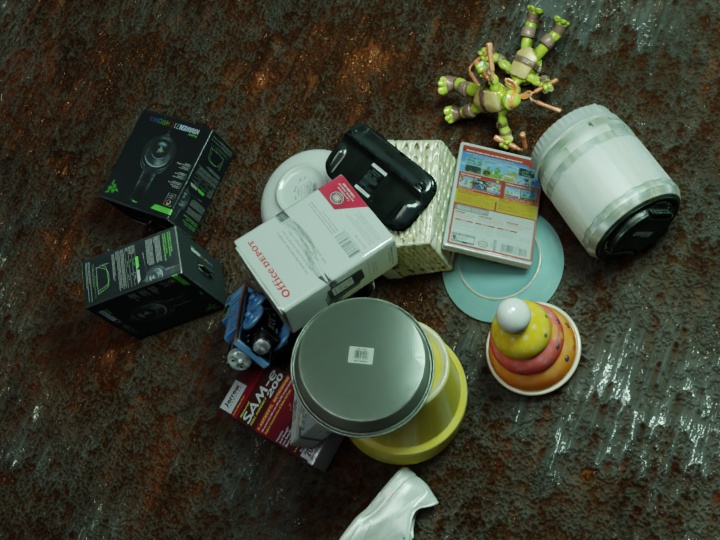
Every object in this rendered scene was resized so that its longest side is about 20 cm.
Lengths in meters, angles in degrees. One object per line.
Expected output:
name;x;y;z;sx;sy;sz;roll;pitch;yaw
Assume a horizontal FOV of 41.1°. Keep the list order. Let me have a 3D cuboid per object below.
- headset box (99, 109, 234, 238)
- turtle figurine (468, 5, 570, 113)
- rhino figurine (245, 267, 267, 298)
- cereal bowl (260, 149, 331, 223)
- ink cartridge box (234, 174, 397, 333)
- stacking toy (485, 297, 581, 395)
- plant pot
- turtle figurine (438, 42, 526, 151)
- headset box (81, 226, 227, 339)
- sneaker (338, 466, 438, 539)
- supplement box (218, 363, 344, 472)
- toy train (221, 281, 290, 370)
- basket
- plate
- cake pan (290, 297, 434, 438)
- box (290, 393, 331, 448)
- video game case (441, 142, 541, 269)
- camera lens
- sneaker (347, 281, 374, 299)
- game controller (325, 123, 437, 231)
headset box;-0.360;-0.173;1.777;0.173;0.093;0.201;20;78;27
turtle figurine;0.290;-0.353;1.621;0.200;0.064;0.162;35;102;35
rhino figurine;-0.112;-0.001;1.557;0.087;0.200;0.060;39;120;15
cereal bowl;-0.089;-0.125;1.668;0.199;0.083;0.202;-8;66;19
ink cartridge box;-0.066;-0.025;1.435;0.199;0.084;0.145;-33;64;-11
stacking toy;0.235;0.092;1.388;0.145;0.200;0.147;-7;69;19
plant pot;0.063;0.165;1.405;0.199;0.189;0.202;0;66;1
turtle figurine;0.204;-0.291;1.582;0.161;0.201;0.064;13;51;46
headset box;-0.345;0.023;1.655;0.199;0.174;0.093;-19;63;11
sneaker;0.033;0.394;1.425;0.088;0.075;0.200;39;85;17
supplement box;-0.118;0.228;1.550;0.199;0.061;0.109;24;78;28
toy train;-0.171;0.086;1.562;0.114;0.087;0.200;-42;24;21
basket;0.087;-0.100;1.555;0.123;0.136;0.201;-1;69;25
plate;0.224;-0.014;1.536;0.199;0.026;0.202;-8;68;19
cake pan;0.002;0.124;1.301;0.199;0.037;0.202;-1;66;2
box;-0.056;0.163;1.417;0.041;0.200;0.157;10;64;-15
video game case;0.213;-0.106;1.529;0.142;0.017;0.201;13;62;0
camera lens;0.369;-0.129;1.448;0.159;0.160;0.201;-33;61;6
sneaker;0.000;0.000;1.576;0.087;0.075;0.201;17;85;53
game controller;0.028;-0.148;1.506;0.200;0.042;0.105;43;103;31
